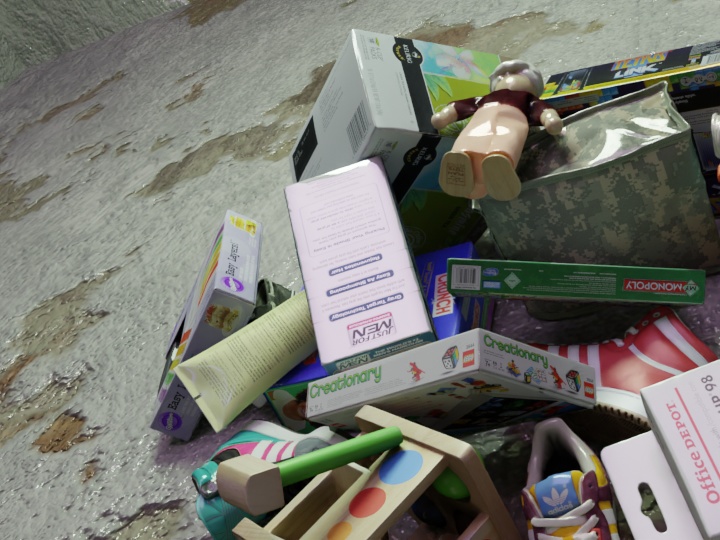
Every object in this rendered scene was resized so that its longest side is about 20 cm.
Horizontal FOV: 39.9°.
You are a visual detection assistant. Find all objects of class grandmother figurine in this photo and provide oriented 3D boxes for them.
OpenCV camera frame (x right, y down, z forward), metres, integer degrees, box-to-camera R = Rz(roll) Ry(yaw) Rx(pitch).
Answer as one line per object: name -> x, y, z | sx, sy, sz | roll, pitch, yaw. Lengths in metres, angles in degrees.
grandmother figurine -> 0.126, -0.135, 0.907 | 0.121, 0.061, 0.200 | 15, 39, 15

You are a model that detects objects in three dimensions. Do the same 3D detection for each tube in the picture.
tube -> -0.075, 0.064, 0.939 | 0.200, 0.052, 0.058 | -36, 29, -12

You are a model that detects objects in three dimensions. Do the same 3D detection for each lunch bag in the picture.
lunch bag -> 0.217, -0.056, 0.927 | 0.200, 0.164, 0.118 | -20, 33, 14

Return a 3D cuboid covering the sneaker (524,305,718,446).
sneaker -> 0.196, 0.076, 0.821 | 0.200, 0.071, 0.112 | 19, 56, 45

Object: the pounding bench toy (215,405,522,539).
pounding bench toy -> 0.009, 0.164, 0.694 | 0.156, 0.200, 0.124 | -42, 31, -25

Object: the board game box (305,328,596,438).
board game box -> 0.066, 0.098, 0.779 | 0.200, 0.126, 0.035 | -23, 56, 46

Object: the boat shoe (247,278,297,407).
boat shoe -> -0.107, 0.074, 1.077 | 0.071, 0.064, 0.200 | -49, 15, 22

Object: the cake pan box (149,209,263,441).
cake pan box -> -0.166, 0.059, 1.084 | 0.184, 0.052, 0.200 | -90, 25, -60

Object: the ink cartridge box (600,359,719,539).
ink cartridge box -> 0.265, 0.118, 0.654 | 0.200, 0.067, 0.116 | -23, 50, 8

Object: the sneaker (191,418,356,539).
sneaker -> -0.078, 0.189, 0.850 | 0.200, 0.084, 0.121 | -5, 29, 50

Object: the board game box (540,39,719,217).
board game box -> 0.297, -0.129, 0.979 | 0.200, 0.165, 0.057 | -4, 37, 36

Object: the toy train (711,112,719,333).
toy train -> 0.322, -0.032, 0.805 | 0.056, 0.200, 0.150 | -2, 11, 24

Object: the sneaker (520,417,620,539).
sneaker -> 0.140, 0.187, 0.658 | 0.075, 0.090, 0.200 | -21, 28, 12

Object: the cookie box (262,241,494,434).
cookie box -> 0.023, 0.069, 0.978 | 0.200, 0.075, 0.171 | -15, 31, 24

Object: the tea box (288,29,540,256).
tea box -> 0.053, -0.123, 1.040 | 0.196, 0.200, 0.134 | 3, 56, -24

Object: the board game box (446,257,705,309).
board game box -> 0.175, 0.012, 0.841 | 0.200, 0.029, 0.135 | 3, -4, 8

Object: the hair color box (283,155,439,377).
hair color box -> 0.000, 0.000, 0.895 | 0.100, 0.061, 0.200 | -18, 55, 6
